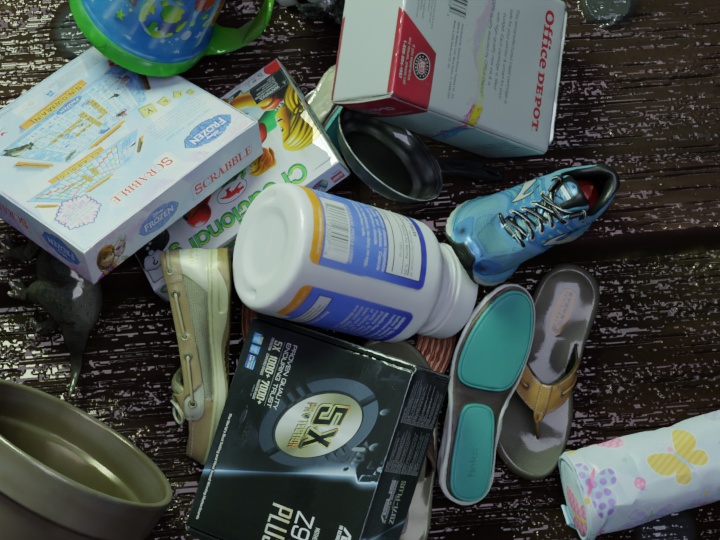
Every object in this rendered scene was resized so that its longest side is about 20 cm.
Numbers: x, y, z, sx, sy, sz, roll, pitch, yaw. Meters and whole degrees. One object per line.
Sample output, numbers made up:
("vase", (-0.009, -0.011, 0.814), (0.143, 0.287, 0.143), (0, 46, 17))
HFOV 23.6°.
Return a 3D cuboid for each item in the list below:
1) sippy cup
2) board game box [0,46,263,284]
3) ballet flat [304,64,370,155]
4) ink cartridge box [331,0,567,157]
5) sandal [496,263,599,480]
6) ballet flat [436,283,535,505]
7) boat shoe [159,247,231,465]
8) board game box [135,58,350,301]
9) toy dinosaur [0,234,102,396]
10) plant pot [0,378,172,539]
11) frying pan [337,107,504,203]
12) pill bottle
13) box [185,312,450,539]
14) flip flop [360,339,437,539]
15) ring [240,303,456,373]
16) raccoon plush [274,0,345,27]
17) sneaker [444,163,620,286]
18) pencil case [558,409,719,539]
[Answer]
("sippy cup", (-0.166, -0.259, 1.481), (0.177, 0.130, 0.140), (-13, 68, -39))
("board game box", (-0.222, -0.101, 1.483), (0.199, 0.041, 0.200), (32, 59, 32))
("ballet flat", (-0.058, -0.102, 1.567), (0.200, 0.067, 0.062), (-50, 50, -3))
("ink cartridge box", (0.082, -0.193, 1.528), (0.199, 0.083, 0.147), (16, 78, -40))
("sandal", (0.171, 0.089, 1.557), (0.081, 0.055, 0.201), (21, 83, -1))
("ballet flat", (0.103, 0.107, 1.536), (0.069, 0.069, 0.201), (13, 92, -3))
("boat shoe", (-0.145, 0.075, 1.496), (0.063, 0.073, 0.202), (2, 116, -6))
("board game box", (-0.122, -0.080, 1.523), (0.199, 0.035, 0.127), (-35, 63, 6))
("toy dinosaur", (-0.260, 0.007, 1.508), (0.077, 0.102, 0.202), (12, 78, -45))
("plant pot", (-0.284, 0.214, 1.451), (0.199, 0.200, 0.174), (30, 98, 0))
("frying pan", (0.044, -0.107, 1.548), (0.031, 0.190, 0.115), (-46, 73, 30))
("pill bottle", (0.000, 0.000, 1.480), (0.199, 0.112, 0.113), (15, 79, -34))
("box", (-0.037, 0.157, 1.473), (0.163, 0.086, 0.201), (18, 88, 26))
("flip flop", (0.032, 0.157, 1.525), (0.080, 0.058, 0.202), (0, 89, -7))
("ring", (-0.010, 0.043, 1.568), (0.199, 0.019, 0.202), (1, 82, -5))
("raccoon plush", (-0.018, -0.313, 1.558), (0.096, 0.134, 0.201), (28, 81, 1))
("sneaker", (0.154, -0.054, 1.519), (0.200, 0.090, 0.079), (-28, 84, -41))
("pencil case", (0.277, 0.178, 1.539), (0.199, 0.091, 0.084), (-15, 70, -7))
